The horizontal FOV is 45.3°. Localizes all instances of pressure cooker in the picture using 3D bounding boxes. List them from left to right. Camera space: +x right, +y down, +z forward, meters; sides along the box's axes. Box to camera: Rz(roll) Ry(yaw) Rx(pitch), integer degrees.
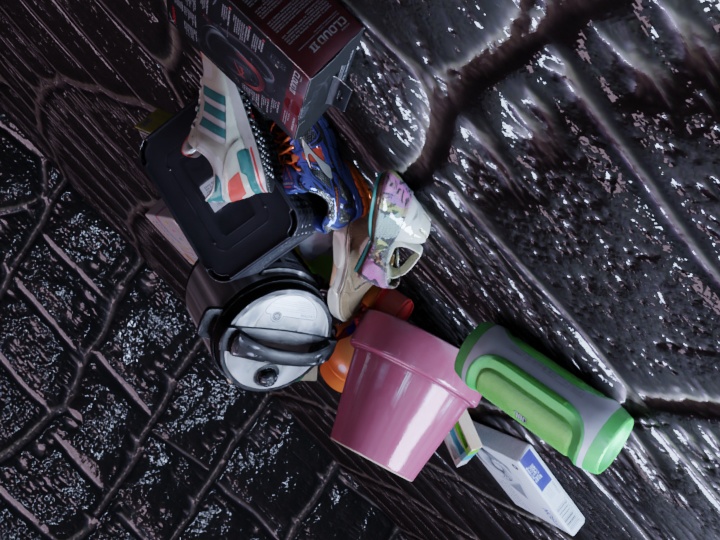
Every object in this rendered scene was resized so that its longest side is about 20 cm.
[{"bbox_3d":[-0.132,0.065,1.178,0.200,0.175,0.180,50,164,49],"label":"pressure cooker"}]

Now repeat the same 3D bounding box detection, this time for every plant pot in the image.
[{"bbox_3d":[0.053,0.177,1.182,0.198,0.180,0.200,27,171,5],"label":"plant pot"}]

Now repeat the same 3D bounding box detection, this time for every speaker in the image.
[{"bbox_3d":[0.204,0.141,0.980,0.199,0.089,0.089,35,162,30],"label":"speaker"}]

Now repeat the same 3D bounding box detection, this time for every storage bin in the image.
[{"bbox_3d":[-0.158,-0.102,1.053,0.201,0.134,0.094,58,-165,4],"label":"storage bin"}]

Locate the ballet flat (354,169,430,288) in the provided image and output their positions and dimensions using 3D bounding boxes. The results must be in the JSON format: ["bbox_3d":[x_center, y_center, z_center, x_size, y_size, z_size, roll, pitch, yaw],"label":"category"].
[{"bbox_3d":[0.039,-0.040,0.961,0.070,0.070,0.201,21,150,4],"label":"ballet flat"}]

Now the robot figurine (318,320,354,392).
[{"bbox_3d":[-0.009,0.138,1.431,0.116,0.145,0.200,25,160,-2],"label":"robot figurine"}]

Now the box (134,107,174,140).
[{"bbox_3d":[-0.251,-0.138,1.270,0.075,0.050,0.201,26,151,44],"label":"box"}]

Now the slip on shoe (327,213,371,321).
[{"bbox_3d":[0.000,0.000,1.119,0.060,0.076,0.201,19,137,13],"label":"slip on shoe"}]

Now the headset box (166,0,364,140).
[{"bbox_3d":[-0.087,-0.221,0.800,0.200,0.075,0.149,44,164,2],"label":"headset box"}]

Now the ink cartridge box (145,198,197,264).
[{"bbox_3d":[-0.265,-0.089,1.476,0.129,0.125,0.199,50,162,-23],"label":"ink cartridge box"}]

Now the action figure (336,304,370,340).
[{"bbox_3d":[-0.008,0.125,1.289,0.098,0.203,0.065,8,168,-43],"label":"action figure"}]

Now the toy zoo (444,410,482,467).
[{"bbox_3d":[0.146,0.242,1.391,0.200,0.020,0.132,96,152,-70],"label":"toy zoo"}]

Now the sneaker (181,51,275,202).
[{"bbox_3d":[-0.165,-0.171,0.961,0.070,0.092,0.202,-27,-81,-85],"label":"sneaker"}]

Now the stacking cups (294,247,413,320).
[{"bbox_3d":[-0.011,0.010,1.238,0.199,0.061,0.061,34,162,21],"label":"stacking cups"}]

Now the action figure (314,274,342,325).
[{"bbox_3d":[-0.098,0.002,1.344,0.199,0.102,0.119,37,173,15],"label":"action figure"}]

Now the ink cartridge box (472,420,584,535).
[{"bbox_3d":[0.248,0.331,1.423,0.200,0.041,0.199,52,162,-25],"label":"ink cartridge box"}]

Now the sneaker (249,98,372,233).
[{"bbox_3d":[-0.062,-0.124,0.974,0.201,0.078,0.075,53,161,-21],"label":"sneaker"}]

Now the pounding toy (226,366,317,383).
[{"bbox_3d":[-0.139,0.109,1.451,0.140,0.203,0.184,3,161,-2],"label":"pounding toy"}]

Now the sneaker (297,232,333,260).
[{"bbox_3d":[-0.097,-0.080,1.178,0.199,0.075,0.115,26,154,40],"label":"sneaker"}]
